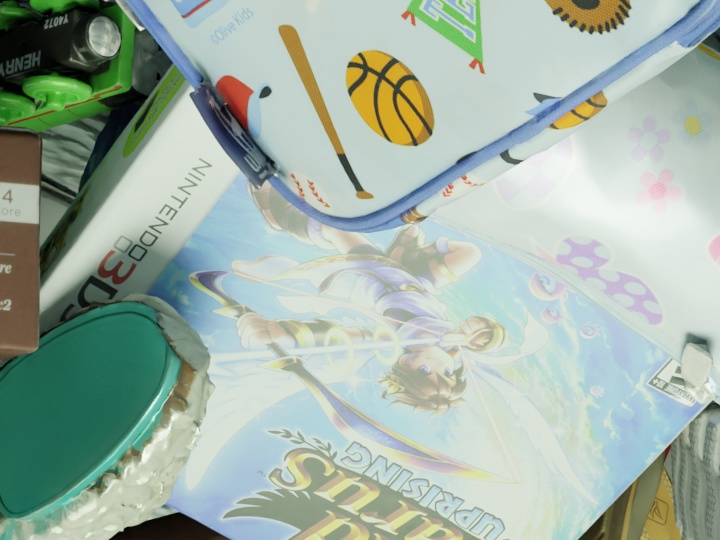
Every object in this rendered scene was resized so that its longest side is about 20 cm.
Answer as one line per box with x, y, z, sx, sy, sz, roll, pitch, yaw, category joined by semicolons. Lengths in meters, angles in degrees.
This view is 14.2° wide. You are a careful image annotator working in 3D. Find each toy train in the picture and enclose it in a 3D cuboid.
-0.138;-0.056;0.976;0.200;0.042;0.056;-11;160;44;toy train

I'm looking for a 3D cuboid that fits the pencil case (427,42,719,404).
0.059;-0.036;0.826;0.200;0.091;0.083;28;-165;-15;pencil case

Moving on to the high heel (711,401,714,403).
0.194;0.092;1.021;0.142;0.200;0.071;20;114;-29;high heel

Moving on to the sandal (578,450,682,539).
0.085;0.095;1.021;0.054;0.200;0.080;28;155;-27;sandal

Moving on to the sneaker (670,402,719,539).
0.169;0.087;0.895;0.082;0.075;0.200;-12;-160;-27;sneaker

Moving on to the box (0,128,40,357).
-0.187;0.001;0.929;0.100;0.075;0.200;4;169;-29;box

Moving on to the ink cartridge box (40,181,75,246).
-0.199;0.044;1.110;0.200;0.146;0.083;-10;152;42;ink cartridge box

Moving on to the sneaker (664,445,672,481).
0.069;0.118;1.068;0.116;0.200;0.078;35;164;35;sneaker

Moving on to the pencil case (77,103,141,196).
0.000;0.000;0.992;0.200;0.078;0.087;13;136;-2;pencil case

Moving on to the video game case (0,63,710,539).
0.001;0.019;0.929;0.200;0.045;0.181;29;126;-14;video game case

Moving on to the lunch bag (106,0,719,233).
0.006;-0.102;0.656;0.160;0.076;0.200;52;142;-7;lunch bag

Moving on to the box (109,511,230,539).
-0.092;0.140;1.117;0.200;0.075;0.100;-12;-178;-30;box

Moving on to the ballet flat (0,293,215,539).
-0.105;0.070;0.925;0.072;0.072;0.200;27;132;-37;ballet flat
